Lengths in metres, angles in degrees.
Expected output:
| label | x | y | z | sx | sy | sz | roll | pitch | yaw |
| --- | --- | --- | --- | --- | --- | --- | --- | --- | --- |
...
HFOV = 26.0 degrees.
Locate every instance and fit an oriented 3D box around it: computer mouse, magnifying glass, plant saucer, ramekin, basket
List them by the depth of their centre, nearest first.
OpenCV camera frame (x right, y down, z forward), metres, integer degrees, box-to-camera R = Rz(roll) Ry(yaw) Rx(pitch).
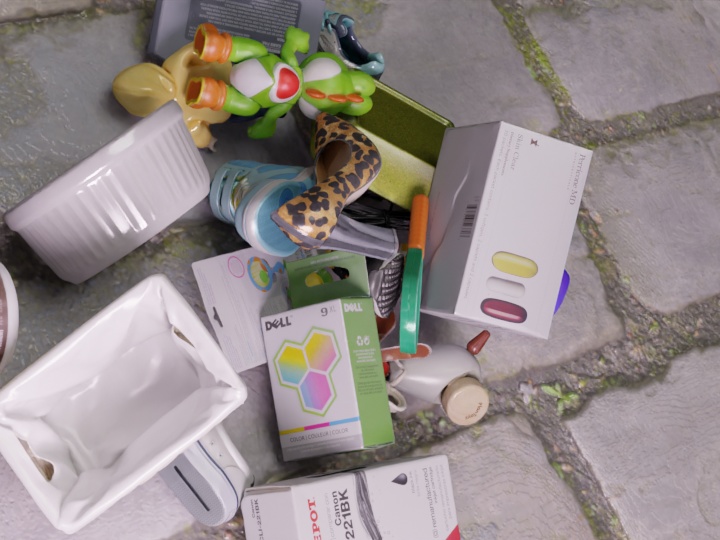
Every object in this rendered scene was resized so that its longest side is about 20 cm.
| label | x | y | z | sx | sy | sz | roll | pitch | yaw |
| --- | --- | --- | --- | --- | --- | --- | --- | --- | --- |
| basket | -0.209 | 0.117 | 1.363 | 0.199 | 0.123 | 0.136 | -37 | 86 | -5 |
| ramekin | -0.233 | -0.069 | 1.484 | 0.095 | 0.202 | 0.202 | 56 | 44 | -8 |
| magnifying glass | 0.056 | 0.000 | 1.605 | 0.022 | 0.080 | 0.201 | 2 | 46 | 4 |
| plant saucer | 0.040 | -0.147 | 1.756 | 0.199 | 0.048 | 0.201 | 28 | 29 | -18 |
| computer mouse | -0.007 | -0.102 | 1.767 | 0.139 | 0.046 | 0.201 | 2 | 42 | -26 |

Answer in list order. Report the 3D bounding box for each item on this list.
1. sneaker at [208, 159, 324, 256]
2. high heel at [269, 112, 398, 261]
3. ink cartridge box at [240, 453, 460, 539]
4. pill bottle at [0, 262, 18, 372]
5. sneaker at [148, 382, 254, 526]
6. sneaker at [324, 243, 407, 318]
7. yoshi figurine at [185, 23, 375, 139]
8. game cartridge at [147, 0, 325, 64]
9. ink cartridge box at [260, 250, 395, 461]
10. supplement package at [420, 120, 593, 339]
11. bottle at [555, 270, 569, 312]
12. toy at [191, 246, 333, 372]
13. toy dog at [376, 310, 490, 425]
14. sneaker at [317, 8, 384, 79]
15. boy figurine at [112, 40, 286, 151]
| label | x | y | z | sx | sy | sz | roll | pitch | yaw |
| --- | --- | --- | --- | --- | --- | --- | --- | --- | --- |
| sneaker | -0.115 | -0.065 | 1.607 | 0.200 | 0.129 | 0.081 | -27 | 121 | -68 |
| high heel | -0.047 | -0.099 | 1.546 | 0.142 | 0.072 | 0.201 | 12 | 42 | -37 |
| ink cartridge box | -0.003 | 0.262 | 1.488 | 0.198 | 0.083 | 0.146 | -6 | 84 | -39 |
| pill bottle | -0.401 | 0.042 | 1.332 | 0.198 | 0.109 | 0.110 | -1 | 62 | -38 |
| sneaker | -0.175 | 0.146 | 1.476 | 0.201 | 0.073 | 0.071 | 57 | 35 | -5 |
| sneaker | 0.000 | 0.000 | 1.655 | 0.089 | 0.071 | 0.200 | 15 | 10 | 6 |
| yoshi figurine | -0.086 | -0.203 | 1.665 | 0.198 | 0.113 | 0.113 | 7 | 54 | -21 |
| game cartridge | -0.138 | -0.273 | 1.746 | 0.198 | 0.040 | 0.135 | 8 | 95 | -30 |
| ink cartridge box | -0.037 | 0.082 | 1.548 | 0.059 | 0.103 | 0.202 | 0 | 80 | -54 |
| supplement package | 0.141 | -0.042 | 1.634 | 0.110 | 0.156 | 0.202 | 14 | 87 | -19 |
| bottle | 0.154 | -0.022 | 1.838 | 0.199 | 0.065 | 0.084 | 39 | 46 | -10 |
| toy | -0.101 | 0.035 | 1.609 | 0.199 | 0.047 | 0.116 | -17 | 85 | -51 |
| toy dog | 0.063 | 0.087 | 1.646 | 0.199 | 0.097 | 0.132 | 14 | 18 | -45 |
| sneaker | -0.052 | -0.284 | 1.838 | 0.199 | 0.086 | 0.078 | 39 | 44 | -10 |
| boy figurine | -0.173 | -0.189 | 1.685 | 0.198 | 0.064 | 0.126 | -8 | 107 | -29 |
